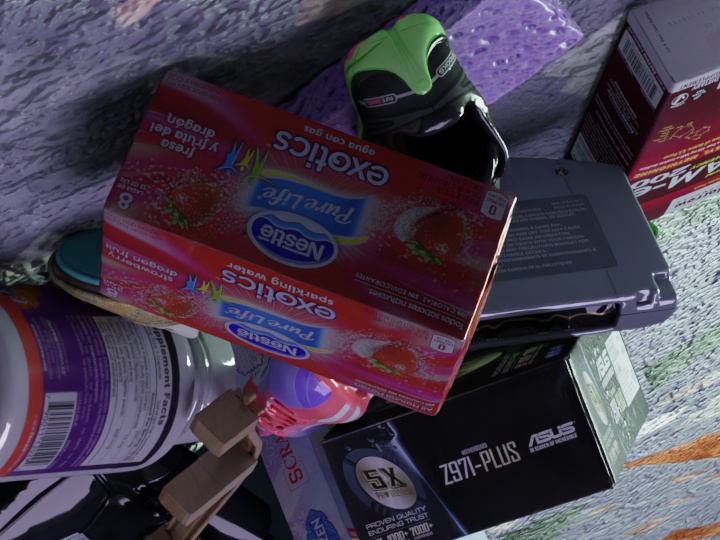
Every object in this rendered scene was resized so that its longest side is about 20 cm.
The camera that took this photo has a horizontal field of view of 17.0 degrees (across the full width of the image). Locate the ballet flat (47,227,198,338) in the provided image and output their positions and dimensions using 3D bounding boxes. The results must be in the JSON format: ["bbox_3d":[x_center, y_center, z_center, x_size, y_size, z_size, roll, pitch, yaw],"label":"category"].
[{"bbox_3d":[-0.078,0.006,1.384,0.200,0.071,0.071,-8,154,-11],"label":"ballet flat"}]

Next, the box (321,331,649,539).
[{"bbox_3d":[0.084,0.098,1.522,0.163,0.086,0.200,-20,-175,16],"label":"box"}]

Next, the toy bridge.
[{"bbox_3d":[-0.092,0.126,1.471,0.067,0.027,0.200,-37,166,-36],"label":"toy bridge"}]

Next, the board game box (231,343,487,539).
[{"bbox_3d":[0.002,0.128,1.621,0.041,0.200,0.200,-31,158,23],"label":"board game box"}]

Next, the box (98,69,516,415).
[{"bbox_3d":[-0.030,-0.013,1.269,0.100,0.200,0.096,106,5,-62],"label":"box"}]

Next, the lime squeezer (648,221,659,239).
[{"bbox_3d":[0.085,-0.023,1.542,0.200,0.071,0.038,-9,140,-21],"label":"lime squeezer"}]

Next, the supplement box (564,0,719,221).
[{"bbox_3d":[0.205,-0.105,1.535,0.109,0.061,0.200,-21,158,-18],"label":"supplement box"}]

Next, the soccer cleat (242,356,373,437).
[{"bbox_3d":[-0.038,0.074,1.440,0.076,0.067,0.200,-38,179,-1],"label":"soccer cleat"}]

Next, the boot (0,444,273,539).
[{"bbox_3d":[-0.176,0.177,1.587,0.200,0.076,0.168,-37,121,9],"label":"boot"}]

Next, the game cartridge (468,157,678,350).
[{"bbox_3d":[0.080,-0.012,1.476,0.200,0.134,0.041,-6,140,-14],"label":"game cartridge"}]

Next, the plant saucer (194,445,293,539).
[{"bbox_3d":[-0.093,0.186,1.670,0.200,0.200,0.027,-37,120,20],"label":"plant saucer"}]

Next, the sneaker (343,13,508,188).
[{"bbox_3d":[0.040,-0.064,1.320,0.077,0.084,0.200,-28,156,4],"label":"sneaker"}]

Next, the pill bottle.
[{"bbox_3d":[-0.168,0.064,1.399,0.111,0.112,0.200,-42,155,31],"label":"pill bottle"}]

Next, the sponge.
[{"bbox_3d":[0.024,-0.101,1.372,0.200,0.030,0.112,-35,156,17],"label":"sponge"}]
